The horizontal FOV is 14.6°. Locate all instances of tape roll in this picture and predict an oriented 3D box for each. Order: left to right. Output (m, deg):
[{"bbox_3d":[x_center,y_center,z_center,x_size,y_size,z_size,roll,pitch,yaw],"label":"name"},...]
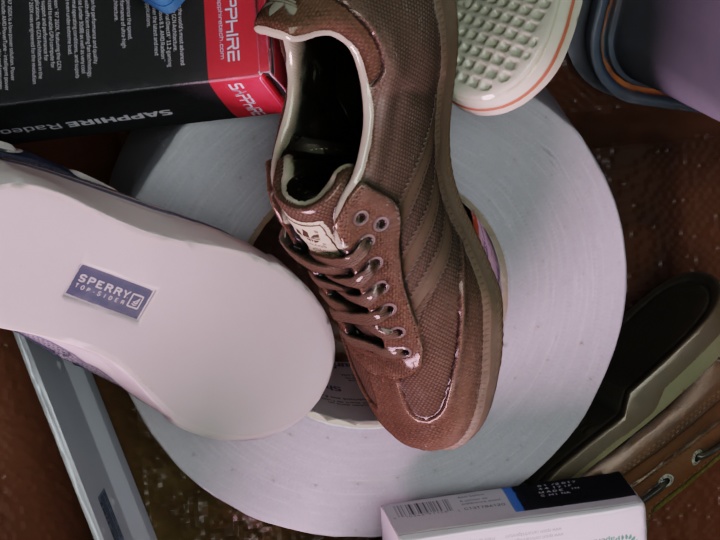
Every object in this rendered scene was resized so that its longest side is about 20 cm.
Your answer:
[{"bbox_3d":[0.000,0.000,1.087,0.200,0.066,0.201,-3,110,-8],"label":"tape roll"}]

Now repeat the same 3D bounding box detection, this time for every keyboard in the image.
[{"bbox_3d":[-0.098,0.095,1.105,0.011,0.056,0.200,-18,101,15],"label":"keyboard"}]

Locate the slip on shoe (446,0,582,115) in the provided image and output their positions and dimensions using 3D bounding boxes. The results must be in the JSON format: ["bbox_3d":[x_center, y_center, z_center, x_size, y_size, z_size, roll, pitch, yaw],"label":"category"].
[{"bbox_3d":[0.063,-0.125,1.055,0.074,0.200,0.061,-20,127,23],"label":"slip on shoe"}]

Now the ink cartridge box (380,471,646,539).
[{"bbox_3d":[0.064,0.181,1.099,0.099,0.039,0.200,-7,108,-10],"label":"ink cartridge box"}]

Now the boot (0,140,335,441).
[{"bbox_3d":[-0.096,-0.006,1.005,0.200,0.090,0.073,31,95,-45],"label":"boot"}]

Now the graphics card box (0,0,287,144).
[{"bbox_3d":[-0.127,-0.110,1.025,0.199,0.051,0.126,-7,76,9],"label":"graphics card box"}]

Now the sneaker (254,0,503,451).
[{"bbox_3d":[-0.003,-0.019,0.991,0.075,0.070,0.200,-29,120,-40],"label":"sneaker"}]

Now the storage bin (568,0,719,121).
[{"bbox_3d":[0.180,-0.137,1.074,0.145,0.134,0.200,8,108,-17],"label":"storage bin"}]

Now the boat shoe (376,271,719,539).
[{"bbox_3d":[0.088,0.091,1.135,0.200,0.072,0.068,-39,115,3],"label":"boat shoe"}]

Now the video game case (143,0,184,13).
[{"bbox_3d":[-0.103,-0.195,1.009,0.200,0.018,0.143,32,78,22],"label":"video game case"}]
